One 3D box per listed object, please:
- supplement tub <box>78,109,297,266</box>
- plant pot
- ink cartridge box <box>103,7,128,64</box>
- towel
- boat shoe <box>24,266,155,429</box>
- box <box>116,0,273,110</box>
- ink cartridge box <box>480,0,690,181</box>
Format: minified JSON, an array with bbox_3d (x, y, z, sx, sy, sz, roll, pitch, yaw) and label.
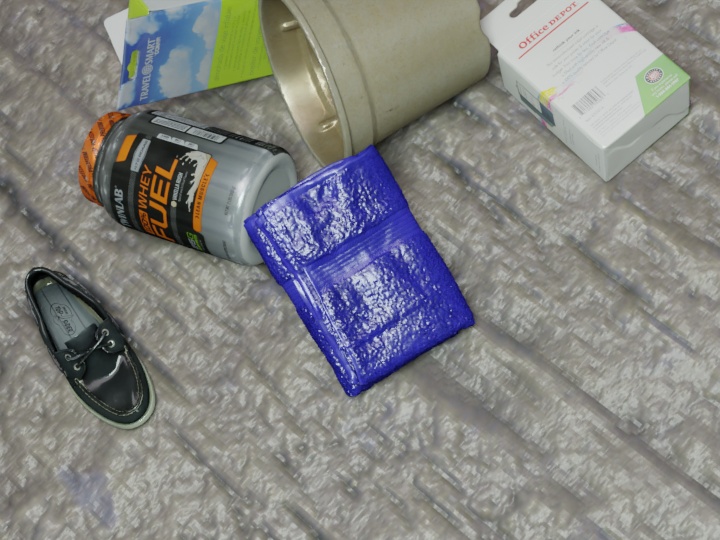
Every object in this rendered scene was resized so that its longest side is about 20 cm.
[{"bbox_3d":[-0.173,-0.087,1.490,0.199,0.123,0.123,17,68,21],"label":"supplement tub"},{"bbox_3d":[0.022,-0.218,1.488,0.182,0.201,0.201,-24,60,-13],"label":"plant pot"},{"bbox_3d":[-0.186,-0.295,1.630,0.199,0.067,0.116,-27,61,-2],"label":"ink cartridge box"},{"bbox_3d":[0.000,0.000,1.397,0.147,0.050,0.201,-31,91,-3],"label":"towel"},{"bbox_3d":[-0.270,0.069,1.464,0.074,0.066,0.200,-32,61,-5],"label":"boat shoe"},{"bbox_3d":[-0.162,-0.240,1.523,0.199,0.122,0.048,-18,54,-29],"label":"box"},{"bbox_3d":[0.218,-0.200,1.487,0.117,0.067,0.200,-38,63,-7],"label":"ink cartridge box"}]
